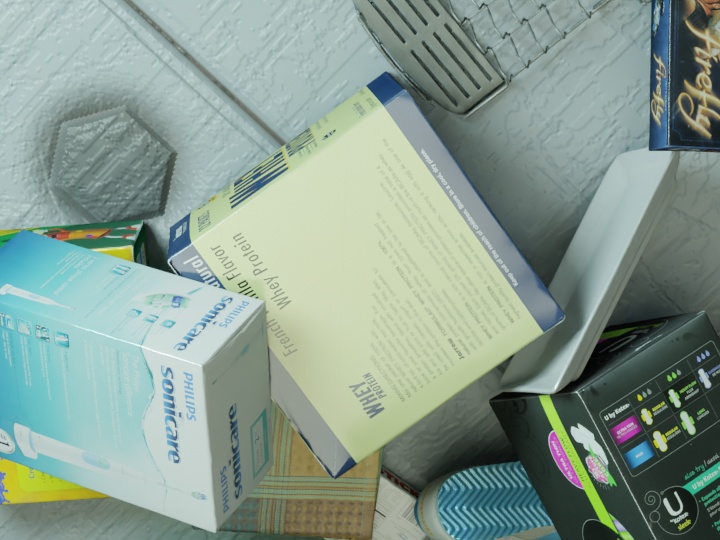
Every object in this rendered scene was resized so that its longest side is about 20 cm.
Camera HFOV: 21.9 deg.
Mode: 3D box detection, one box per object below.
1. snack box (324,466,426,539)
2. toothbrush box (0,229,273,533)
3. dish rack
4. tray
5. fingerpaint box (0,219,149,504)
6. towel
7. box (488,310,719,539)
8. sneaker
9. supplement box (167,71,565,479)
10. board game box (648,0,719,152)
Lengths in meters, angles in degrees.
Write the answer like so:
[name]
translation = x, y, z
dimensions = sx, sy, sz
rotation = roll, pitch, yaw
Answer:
[snack box]
translation = -0.037, 0.160, 1.460
dimensions = 0.200, 0.024, 0.072
rotation = 36, 105, -10
[toothbrush box]
translation = -0.166, 0.074, 1.268
dimensions = 0.200, 0.085, 0.146
rotation = 16, 128, 24
[dish rack]
translation = 0.097, -0.207, 1.313
dimensions = 0.200, 0.055, 0.153
rotation = -38, 103, 14
[tray]
translation = 0.167, 0.002, 1.316
dimensions = 0.022, 0.107, 0.200
rotation = 30, 80, -12
[fingerpaint box]
translation = -0.237, 0.070, 1.408
dimensions = 0.167, 0.073, 0.200
rotation = -5, 109, 2
[towel]
translation = -0.050, 0.105, 1.422
dimensions = 0.147, 0.022, 0.200
rotation = 5, 101, -5
[box]
translation = 0.213, 0.148, 1.346
dimensions = 0.124, 0.149, 0.200
rotation = -30, 94, -21
[sneaker]
translation = 0.139, 0.177, 1.437
dimensions = 0.200, 0.081, 0.077
rotation = 3, 80, -20
[supplement box]
translation = 0.000, 0.000, 1.325
dimensions = 0.200, 0.134, 0.200
rotation = -36, 102, 3
[board game box]
translation = 0.267, -0.180, 1.276
dimensions = 0.135, 0.035, 0.200
rotation = 1, 89, -15
